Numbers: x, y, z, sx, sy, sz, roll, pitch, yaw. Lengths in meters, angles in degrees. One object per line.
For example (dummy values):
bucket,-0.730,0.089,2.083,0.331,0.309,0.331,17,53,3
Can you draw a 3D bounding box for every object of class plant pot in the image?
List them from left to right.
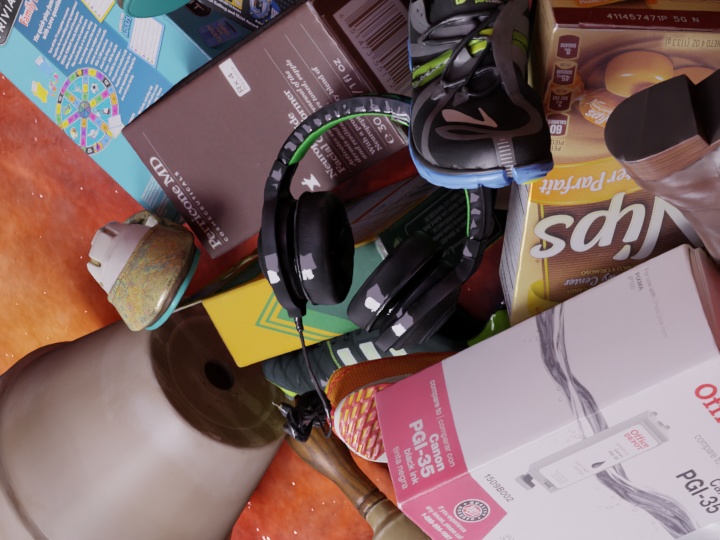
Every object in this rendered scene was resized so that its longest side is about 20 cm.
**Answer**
plant pot,-0.138,0.108,1.695,0.200,0.200,0.173,50,129,2

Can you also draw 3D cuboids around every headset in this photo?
headset,0.000,0.000,1.403,0.123,0.094,0.201,23,101,10

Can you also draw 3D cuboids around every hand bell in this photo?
hand bell,0.004,0.150,1.685,0.200,0.104,0.104,48,140,25

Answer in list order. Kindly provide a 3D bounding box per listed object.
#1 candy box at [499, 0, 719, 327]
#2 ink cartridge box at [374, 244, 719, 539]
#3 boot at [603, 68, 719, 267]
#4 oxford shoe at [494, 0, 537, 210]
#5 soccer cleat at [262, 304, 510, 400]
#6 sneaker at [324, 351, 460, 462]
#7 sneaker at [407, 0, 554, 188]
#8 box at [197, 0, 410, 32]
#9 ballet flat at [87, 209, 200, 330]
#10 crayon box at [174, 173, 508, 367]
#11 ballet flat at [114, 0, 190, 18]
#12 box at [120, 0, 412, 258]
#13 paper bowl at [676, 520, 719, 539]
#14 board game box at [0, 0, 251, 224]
candy box,0.144,-0.060,1.374,0.115,0.055,0.201,1,127,-6
ink cartridge box,0.131,0.089,1.405,0.199,0.083,0.147,-26,138,17
boot,0.241,-0.052,1.287,0.185,0.065,0.200,-13,150,27
oxford shoe,0.123,-0.118,1.403,0.071,0.072,0.201,10,128,2
soccer cleat,0.022,0.046,1.600,0.199,0.067,0.082,2,109,34
sneaker,0.076,0.070,1.505,0.077,0.199,0.073,-123,38,-68
sneaker,0.056,-0.110,1.320,0.070,0.200,0.083,-5,129,-4
box,-0.015,-0.208,1.465,0.199,0.047,0.194,32,137,21
ballet flat,-0.136,-0.005,1.564,0.071,0.071,0.200,57,-179,-5
crayon box,-0.006,-0.004,1.537,0.199,0.126,0.052,-19,104,47
ballet flat,-0.081,-0.213,1.449,0.200,0.067,0.071,-30,73,48
box,-0.041,-0.094,1.481,0.100,0.075,0.200,53,139,-7
paper bowl,0.187,0.208,1.483,0.200,0.104,0.202,-12,67,29
board game box,-0.156,-0.145,1.634,0.200,0.047,0.151,43,138,10
